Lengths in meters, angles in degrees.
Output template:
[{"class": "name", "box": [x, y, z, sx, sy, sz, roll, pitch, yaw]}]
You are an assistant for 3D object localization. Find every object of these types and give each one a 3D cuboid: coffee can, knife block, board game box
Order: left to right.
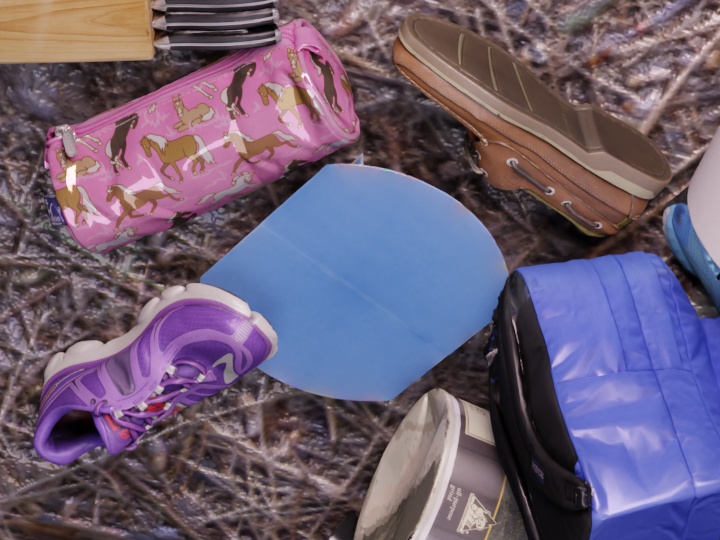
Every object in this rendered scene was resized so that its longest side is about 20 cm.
[{"class": "knife block", "box": [-0.151, -0.157, 1.572, 0.175, 0.064, 0.200, 38, 119, -19]}, {"class": "board game box", "box": [0.000, 0.000, 1.699, 0.158, 0.039, 0.200, 34, 128, -21]}, {"class": "coffee can", "box": [0.113, 0.182, 1.757, 0.199, 0.147, 0.147, 23, 124, -13]}]

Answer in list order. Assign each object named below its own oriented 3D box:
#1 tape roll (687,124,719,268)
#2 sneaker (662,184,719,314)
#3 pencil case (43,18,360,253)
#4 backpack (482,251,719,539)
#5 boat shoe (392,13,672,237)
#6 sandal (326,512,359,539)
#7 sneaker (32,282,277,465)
[{"class": "tape roll", "box": [0.307, -0.059, 1.541, 0.202, 0.203, 0.140, 18, 124, -10]}, {"class": "sneaker", "box": [0.261, 0.017, 1.658, 0.078, 0.090, 0.200, -36, 121, 7]}, {"class": "pencil case", "box": [-0.097, -0.081, 1.618, 0.199, 0.083, 0.086, -22, 166, 17]}, {"class": "backpack", "box": [0.165, 0.093, 1.637, 0.167, 0.201, 0.163, -9, 145, -16]}, {"class": "boat shoe", "box": [0.093, -0.080, 1.614, 0.199, 0.072, 0.068, 31, 120, -18]}, {"class": "sandal", "box": [-0.060, 0.240, 1.864, 0.048, 0.075, 0.201, 36, 115, 8]}, {"class": "sneaker", "box": [-0.133, 0.078, 1.712, 0.199, 0.084, 0.081, -29, 121, 35]}]
